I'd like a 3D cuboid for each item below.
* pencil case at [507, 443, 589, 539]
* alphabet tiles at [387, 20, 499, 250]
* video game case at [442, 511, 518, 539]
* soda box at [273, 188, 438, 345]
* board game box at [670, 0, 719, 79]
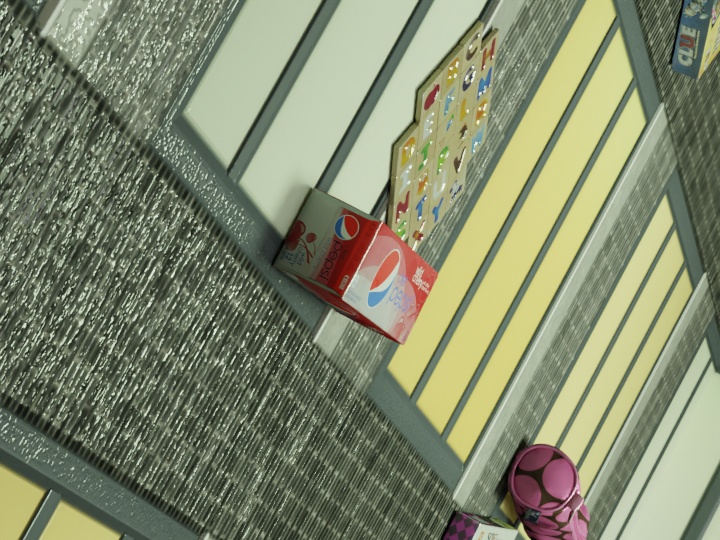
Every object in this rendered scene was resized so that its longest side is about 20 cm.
[{"bbox_3d":[0.223,0.271,2.791,0.091,0.094,0.200,-60,162,-12],"label":"pencil case"},{"bbox_3d":[0.068,-0.105,1.999,0.166,0.006,0.200,-50,157,-36],"label":"alphabet tiles"},{"bbox_3d":[0.099,0.366,2.668,0.200,0.036,0.181,-64,161,-1],"label":"video game case"},{"bbox_3d":[0.000,0.000,1.863,0.070,0.063,0.200,-63,161,-4],"label":"soda box"},{"bbox_3d":[0.386,-0.318,2.548,0.136,0.035,0.200,-50,157,-37],"label":"board game box"}]
